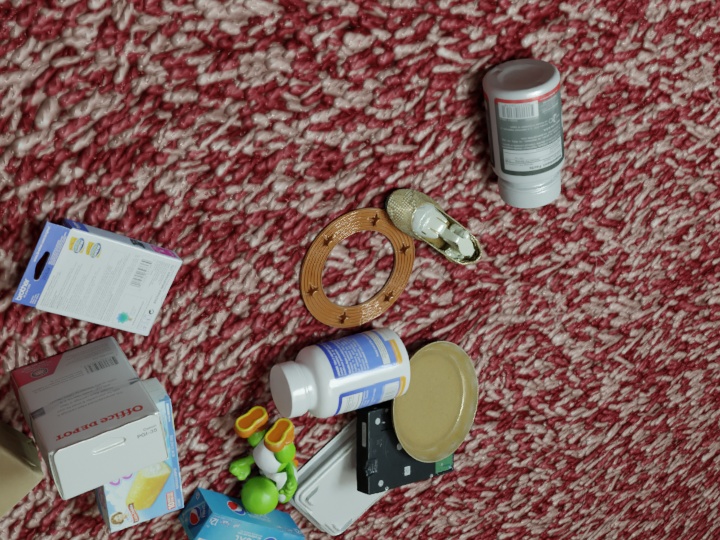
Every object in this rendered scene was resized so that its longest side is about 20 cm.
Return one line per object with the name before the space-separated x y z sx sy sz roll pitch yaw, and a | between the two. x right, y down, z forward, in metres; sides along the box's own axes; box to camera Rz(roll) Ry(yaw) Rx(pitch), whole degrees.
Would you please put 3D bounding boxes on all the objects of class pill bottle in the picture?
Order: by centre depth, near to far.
pill bottle | 0.249 -0.204 1.600 0.113 0.114 0.201 -25 127 -19
pill bottle | -0.033 0.161 1.629 0.199 0.112 0.113 -12 122 -26

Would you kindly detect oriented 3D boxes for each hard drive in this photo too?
hard drive | 0.076 0.284 1.773 0.199 0.038 0.141 -7 99 -40

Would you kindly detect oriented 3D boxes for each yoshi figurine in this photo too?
yoshi figurine | -0.148 0.311 1.647 0.111 0.113 0.201 -9 135 -5

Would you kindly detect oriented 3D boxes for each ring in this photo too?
ring | 0.000 0.000 1.619 0.199 0.019 0.202 -16 124 -26

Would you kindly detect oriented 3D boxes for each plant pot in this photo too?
plant pot | 0.119 0.215 1.762 0.199 0.027 0.202 -6 99 -41

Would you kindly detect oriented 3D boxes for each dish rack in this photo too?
dish rack | -0.015 0.354 1.795 0.200 0.044 0.172 -42 131 -5

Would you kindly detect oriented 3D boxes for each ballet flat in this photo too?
ballet flat | 0.121 -0.065 1.627 0.199 0.065 0.071 28 88 -40

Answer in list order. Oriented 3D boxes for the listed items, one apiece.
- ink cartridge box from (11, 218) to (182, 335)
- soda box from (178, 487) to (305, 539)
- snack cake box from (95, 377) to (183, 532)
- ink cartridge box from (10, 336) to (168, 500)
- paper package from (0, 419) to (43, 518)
ink cartridge box | -0.344 0.007 1.388 0.199 0.042 0.120 17 106 -41
soda box | -0.188 0.412 1.700 0.199 0.068 0.064 28 100 -40
snack cake box | -0.327 0.265 1.529 0.114 0.067 0.201 -17 123 -25
ink cartridge box | -0.353 0.187 1.379 0.146 0.200 0.083 -19 125 -22
paper package | -0.547 0.262 1.362 0.200 0.103 0.191 -43 129 -3
